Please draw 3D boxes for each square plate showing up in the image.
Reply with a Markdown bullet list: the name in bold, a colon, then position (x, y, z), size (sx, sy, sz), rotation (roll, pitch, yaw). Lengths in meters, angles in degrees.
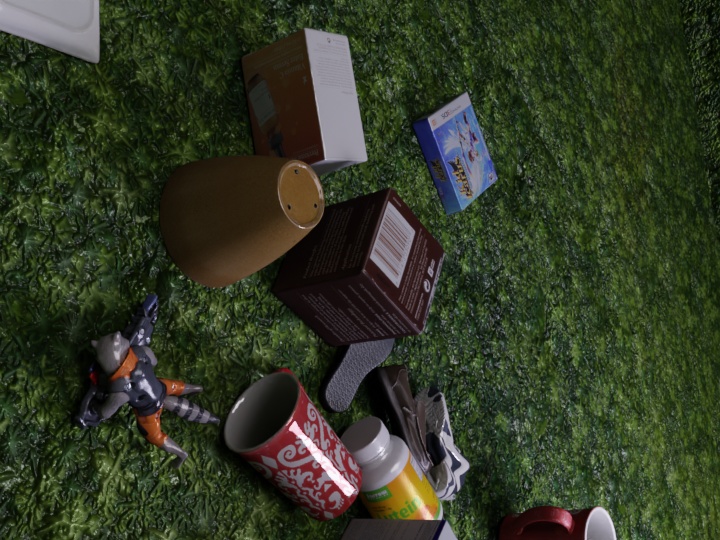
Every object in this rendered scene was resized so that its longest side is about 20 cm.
- **square plate**: position (-0.415, -0.392, 1.130), size (0.198, 0.028, 0.204), rotation (11, 73, -49)

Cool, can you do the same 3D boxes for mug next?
- **mug**: position (-0.082, 0.249, 1.299), size (0.201, 0.131, 0.180), rotation (53, 47, -32)
- **mug**: position (0.373, 0.512, 1.714), size (0.133, 0.197, 0.181), rotation (-33, 105, -48)

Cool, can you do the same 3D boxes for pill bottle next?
- **pill bottle**: position (0.046, 0.343, 1.441), size (0.202, 0.109, 0.111), rotation (60, 43, -21)

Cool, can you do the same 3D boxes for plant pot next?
- **plant pot**: position (-0.150, -0.087, 1.242), size (0.184, 0.197, 0.191), rotation (17, 67, -47)

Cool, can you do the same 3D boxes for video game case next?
- **video game case**: position (0.200, -0.245, 1.825), size (0.181, 0.045, 0.204), rotation (-39, 111, -47)

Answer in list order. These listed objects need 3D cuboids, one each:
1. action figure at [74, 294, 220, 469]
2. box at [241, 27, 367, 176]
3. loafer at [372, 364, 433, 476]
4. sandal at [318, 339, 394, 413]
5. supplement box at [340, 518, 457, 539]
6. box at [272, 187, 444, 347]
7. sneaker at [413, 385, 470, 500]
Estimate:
- **action figure**: position (-0.265, 0.130, 1.129), size (0.194, 0.103, 0.204), rotation (50, 49, -43)
- **box**: position (-0.090, -0.255, 1.392), size (0.105, 0.150, 0.205), rotation (-6, 85, -51)
- **loafer**: position (0.087, 0.253, 1.511), size (0.070, 0.073, 0.204), rotation (-21, 90, -15)
- **sandal**: position (-0.012, 0.151, 1.481), size (0.077, 0.042, 0.201), rotation (53, 54, -17)
- **supplement box**: position (0.059, 0.457, 1.360), size (0.102, 0.197, 0.104), rotation (59, 42, -21)
- **box**: position (0.000, 0.000, 1.401), size (0.164, 0.197, 0.169), rotation (44, 50, -34)
- **sneaker**: position (0.146, 0.323, 1.602), size (0.130, 0.078, 0.203), rotation (49, 25, -55)
